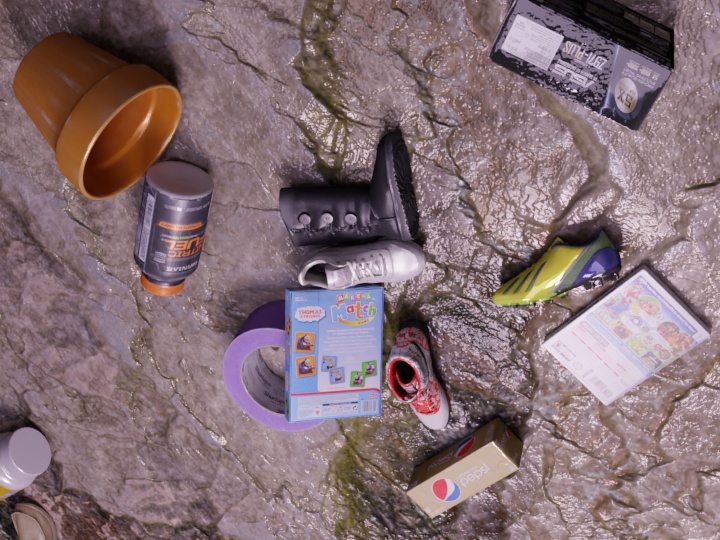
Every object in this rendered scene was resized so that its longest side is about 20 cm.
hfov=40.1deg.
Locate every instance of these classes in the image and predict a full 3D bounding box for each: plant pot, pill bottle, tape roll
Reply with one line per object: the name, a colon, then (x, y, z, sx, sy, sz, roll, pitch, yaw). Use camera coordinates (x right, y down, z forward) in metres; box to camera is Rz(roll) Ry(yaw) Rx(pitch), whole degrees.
plant pot: (-0.390, -0.237, 1.417, 0.183, 0.200, 0.201, 39, 124, 11)
pill bottle: (-0.293, -0.059, 1.527, 0.105, 0.106, 0.202, 21, 124, 5)
pill bottle: (-0.697, 0.381, 1.909, 0.199, 0.115, 0.115, -29, 107, 29)
tape roll: (-0.119, 0.157, 1.607, 0.198, 0.085, 0.202, 8, 122, 14)

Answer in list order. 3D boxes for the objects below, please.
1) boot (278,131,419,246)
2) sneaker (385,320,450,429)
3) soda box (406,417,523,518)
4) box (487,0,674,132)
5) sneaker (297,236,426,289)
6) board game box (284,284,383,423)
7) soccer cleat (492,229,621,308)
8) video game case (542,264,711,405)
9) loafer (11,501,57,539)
boot: (-0.025, -0.116, 1.437, 0.198, 0.066, 0.167, 1, 117, 23)
sneaker: (0.087, 0.190, 1.543, 0.066, 0.108, 0.203, -5, 118, 20)
soda box: (0.171, 0.326, 1.621, 0.068, 0.064, 0.200, 45, 123, -10)
box: (0.268, -0.272, 1.185, 0.198, 0.164, 0.087, 26, 124, 1)
sneaker: (0.000, 0.000, 1.469, 0.198, 0.100, 0.076, -3, 116, 18)
board game box: (-0.040, 0.125, 1.508, 0.149, 0.037, 0.203, -2, 100, -19)
soccer cleat: (0.276, 0.000, 1.412, 0.199, 0.064, 0.085, -21, 81, 32)
video game case: (0.387, 0.099, 1.447, 0.143, 0.018, 0.200, 43, 123, -8)
loafer: (-0.665, 0.564, 2.031, 0.075, 0.068, 0.202, -6, 117, 21)
